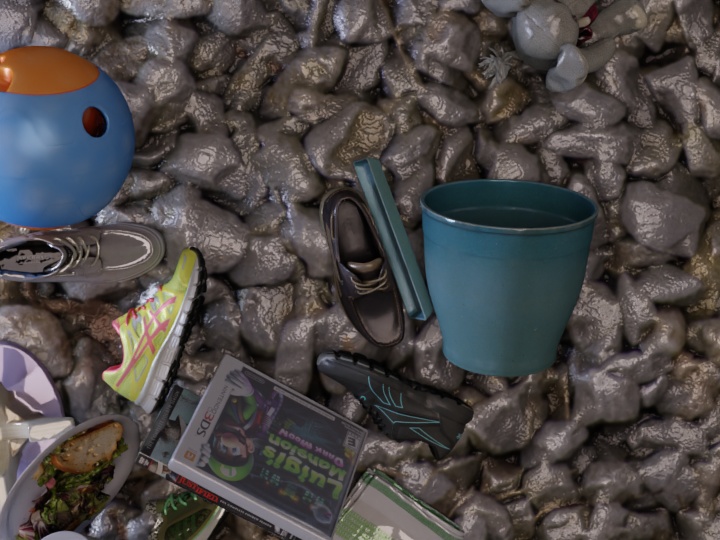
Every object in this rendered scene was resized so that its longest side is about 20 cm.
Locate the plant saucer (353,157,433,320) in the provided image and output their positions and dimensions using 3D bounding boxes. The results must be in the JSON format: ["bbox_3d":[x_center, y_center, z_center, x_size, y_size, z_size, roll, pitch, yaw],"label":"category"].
[{"bbox_3d":[0.040,-0.038,1.450,0.019,0.070,0.201,-22,96,-13],"label":"plant saucer"}]

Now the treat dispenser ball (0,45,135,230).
[{"bbox_3d":[-0.348,-0.145,1.350,0.200,0.201,0.202,0,94,-3],"label":"treat dispenser ball"}]

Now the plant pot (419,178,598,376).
[{"bbox_3d":[0.164,0.011,1.409,0.199,0.200,0.189,0,110,-4],"label":"plant pot"}]

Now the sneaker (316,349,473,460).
[{"bbox_3d":[0.034,0.158,1.461,0.199,0.075,0.080,25,95,-5],"label":"sneaker"}]

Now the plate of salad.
[{"bbox_3d":[-0.321,0.249,1.391,0.048,0.200,0.200,36,92,24],"label":"plate of salad"}]

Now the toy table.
[{"bbox_3d":[-0.410,0.187,1.415,0.183,0.117,0.201,-20,94,-2],"label":"toy table"}]

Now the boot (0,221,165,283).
[{"bbox_3d":[-0.327,-0.014,1.414,0.199,0.096,0.074,-8,95,-3],"label":"boot"}]

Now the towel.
[{"bbox_3d":[0.014,0.360,1.497,0.149,0.031,0.200,35,92,-5],"label":"towel"}]

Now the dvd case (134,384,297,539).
[{"bbox_3d":[-0.149,0.220,1.423,0.199,0.146,0.022,27,117,-4],"label":"dvd case"}]

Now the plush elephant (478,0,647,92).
[{"bbox_3d":[0.222,-0.286,1.396,0.200,0.155,0.165,-42,96,0],"label":"plush elephant"}]

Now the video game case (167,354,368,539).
[{"bbox_3d":[-0.100,0.204,1.415,0.199,0.182,0.023,29,129,-6],"label":"video game case"}]

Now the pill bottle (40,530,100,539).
[{"bbox_3d":[-0.310,0.363,1.384,0.108,0.200,0.109,-2,61,3],"label":"pill bottle"}]

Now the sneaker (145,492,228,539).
[{"bbox_3d":[-0.212,0.290,1.461,0.088,0.077,0.200,36,89,3],"label":"sneaker"}]

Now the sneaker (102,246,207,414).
[{"bbox_3d":[-0.242,0.061,1.437,0.090,0.078,0.201,22,91,2],"label":"sneaker"}]

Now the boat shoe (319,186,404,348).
[{"bbox_3d":[0.000,0.000,1.446,0.074,0.073,0.201,-22,95,-1],"label":"boat shoe"}]
